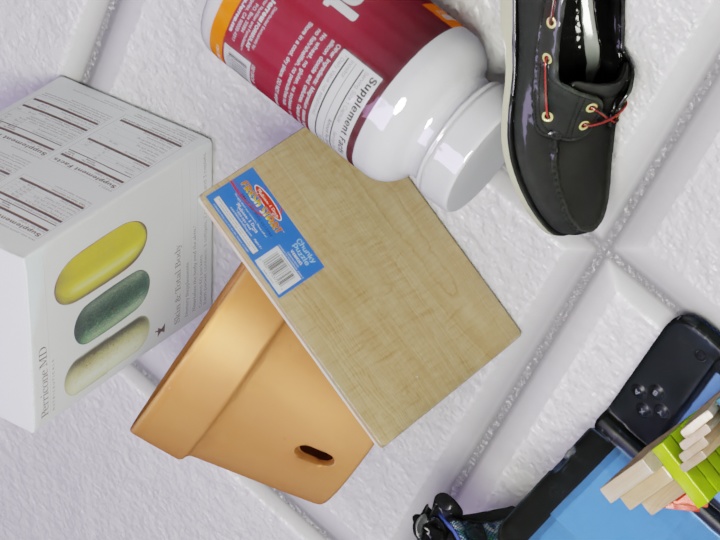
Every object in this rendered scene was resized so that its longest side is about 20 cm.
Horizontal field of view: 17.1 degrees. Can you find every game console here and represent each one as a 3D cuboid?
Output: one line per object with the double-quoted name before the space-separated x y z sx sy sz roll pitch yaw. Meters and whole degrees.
"game console" 0.216 0.161 1.512 0.200 0.118 0.171 41 135 13

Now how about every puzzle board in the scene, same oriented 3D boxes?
"puzzle board" 0.000 0.000 1.572 0.200 0.151 0.017 54 142 1

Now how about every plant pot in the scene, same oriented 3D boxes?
"plant pot" -0.045 0.065 1.638 0.140 0.200 0.200 34 135 -3

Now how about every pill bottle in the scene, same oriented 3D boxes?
"pill bottle" 0.005 -0.130 1.516 0.200 0.113 0.113 39 134 14

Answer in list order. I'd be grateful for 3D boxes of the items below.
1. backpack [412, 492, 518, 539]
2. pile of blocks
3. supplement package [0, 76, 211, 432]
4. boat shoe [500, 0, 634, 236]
"backpack" 0.118 0.275 1.611 0.200 0.147 0.183 -115 27 -46
"pile of blocks" 0.240 0.095 1.443 0.200 0.082 0.062 -41 85 21
"supplement package" -0.225 -0.015 1.719 0.151 0.200 0.152 23 129 28
"boat shoe" 0.128 -0.111 1.450 0.063 0.074 0.202 17 121 42
